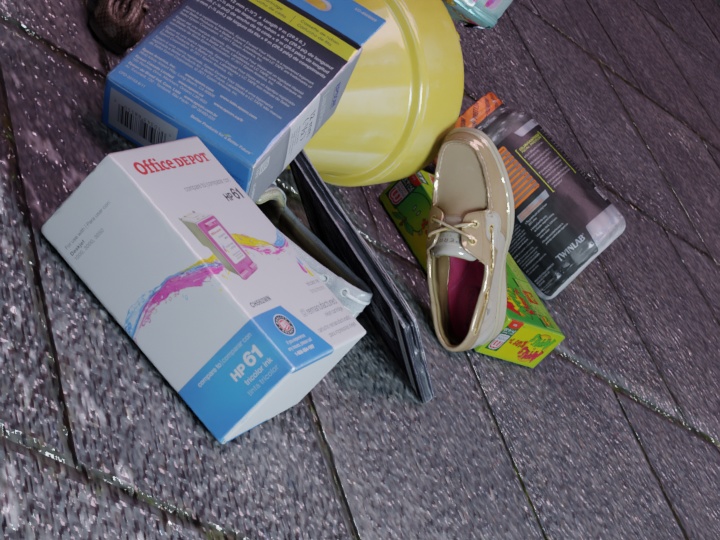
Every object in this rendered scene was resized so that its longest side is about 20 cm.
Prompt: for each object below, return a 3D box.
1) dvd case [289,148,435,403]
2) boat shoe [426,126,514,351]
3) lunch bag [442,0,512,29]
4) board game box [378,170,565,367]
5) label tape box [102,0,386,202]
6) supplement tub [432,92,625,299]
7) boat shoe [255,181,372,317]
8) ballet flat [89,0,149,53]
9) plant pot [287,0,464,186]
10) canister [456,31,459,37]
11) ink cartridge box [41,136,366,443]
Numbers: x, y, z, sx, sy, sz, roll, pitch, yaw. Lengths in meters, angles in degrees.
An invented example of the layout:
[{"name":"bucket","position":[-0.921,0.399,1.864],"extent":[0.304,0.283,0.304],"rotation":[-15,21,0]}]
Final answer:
[{"name":"dvd case","position":[0.000,0.000,1.604],"extent":[0.201,0.016,0.149],"rotation":[57,-8,27]},{"name":"boat shoe","position":[0.092,-0.023,1.730],"extent":[0.069,0.073,0.202],"rotation":[-30,119,-57]},{"name":"lunch bag","position":[0.055,-0.303,1.837],"extent":[0.199,0.077,0.160],"rotation":[34,-1,-19]},{"name":"board game box","position":[0.105,-0.004,1.872],"extent":[0.101,0.048,0.201],"rotation":[17,34,-51]},{"name":"label tape box","position":[-0.092,-0.159,1.570],"extent":[0.143,0.066,0.200],"rotation":[32,53,12]},{"name":"supplement tub","position":[0.169,-0.079,2.028],"extent":[0.200,0.122,0.122],"rotation":[48,21,5]},{"name":"boat shoe","position":[-0.065,-0.033,1.571],"extent":[0.203,0.065,0.074],"rotation":[55,23,22]},{"name":"ballet flat","position":[-0.210,-0.258,1.737],"extent":[0.067,0.046,0.201],"rotation":[37,22,-25]},{"name":"plant pot","position":[-0.041,-0.168,1.720],"extent":[0.188,0.201,0.201],"rotation":[-14,60,-48]},{"name":"canister","position":[-0.026,-0.233,1.904],"extent":[0.199,0.148,0.087],"rotation":[33,44,-23]},{"name":"ink cartridge box","position":[-0.109,0.008,1.384],"extent":[0.200,0.085,0.144],"rotation":[47,21,8]}]
